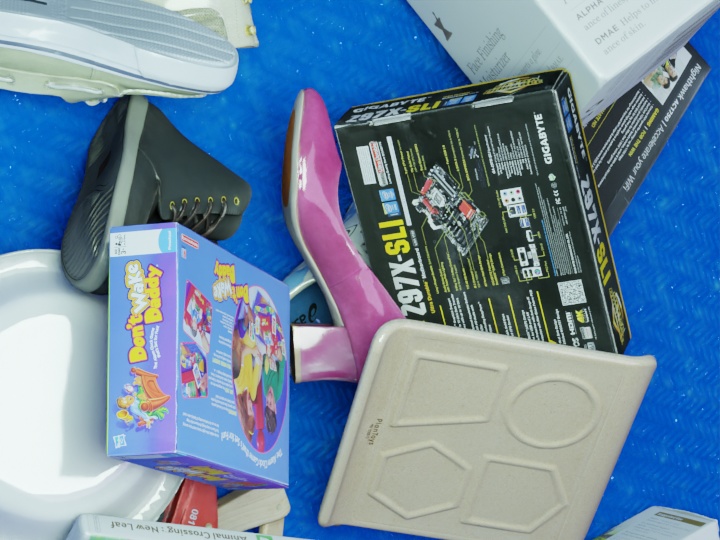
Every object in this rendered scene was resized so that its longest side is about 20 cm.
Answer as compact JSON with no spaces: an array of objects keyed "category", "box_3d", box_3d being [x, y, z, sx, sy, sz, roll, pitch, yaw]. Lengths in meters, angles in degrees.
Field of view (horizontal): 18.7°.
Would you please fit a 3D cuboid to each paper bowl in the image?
[{"category":"paper bowl","box_3d":[-0.200,0.087,1.376,0.199,0.104,0.203,1,85,-17]}]

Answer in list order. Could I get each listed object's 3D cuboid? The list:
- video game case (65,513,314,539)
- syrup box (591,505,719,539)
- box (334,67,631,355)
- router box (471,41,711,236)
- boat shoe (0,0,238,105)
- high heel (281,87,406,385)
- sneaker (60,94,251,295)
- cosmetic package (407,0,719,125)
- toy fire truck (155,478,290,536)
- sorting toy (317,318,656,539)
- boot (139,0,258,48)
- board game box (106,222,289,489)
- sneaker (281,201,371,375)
[{"category":"video game case","box_3d":[-0.130,0.236,1.413,0.181,0.022,0.201,10,130,-27]},{"category":"syrup box","box_3d":[0.186,0.259,1.658,0.199,0.081,0.079,-25,106,-29]},{"category":"box","box_3d":[0.084,-0.024,1.477,0.049,0.158,0.202,-50,128,-61]},{"category":"router box","box_3d":[0.163,-0.125,1.647,0.149,0.051,0.201,43,68,-25]},{"category":"boat shoe","box_3d":[-0.179,-0.140,1.410,0.198,0.072,0.062,12,122,-7]},{"category":"high heel","box_3d":[-0.002,-0.022,1.459,0.095,0.067,0.202,-3,91,-8]},{"category":"sneaker","box_3d":[-0.124,-0.036,1.398,0.106,0.201,0.075,32,120,-17]},{"category":"cosmetic package","box_3d":[0.140,-0.222,1.524,0.165,0.165,0.200,-37,84,-20]},{"category":"toy fire truck","box_3d":[-0.098,0.164,1.499,0.140,0.049,0.202,24,78,-30]},{"category":"sorting toy","box_3d":[0.083,0.112,1.479,0.198,0.037,0.186,7,128,-13]},{"category":"boot","box_3d":[-0.085,-0.229,1.481,0.199,0.072,0.156,-17,99,-23]},{"category":"board game box","box_3d":[-0.096,0.058,1.344,0.200,0.044,0.136,34,54,-69]},{"category":"sneaker","box_3d":[0.000,0.000,1.542,0.200,0.072,0.072,-48,112,-23]}]
